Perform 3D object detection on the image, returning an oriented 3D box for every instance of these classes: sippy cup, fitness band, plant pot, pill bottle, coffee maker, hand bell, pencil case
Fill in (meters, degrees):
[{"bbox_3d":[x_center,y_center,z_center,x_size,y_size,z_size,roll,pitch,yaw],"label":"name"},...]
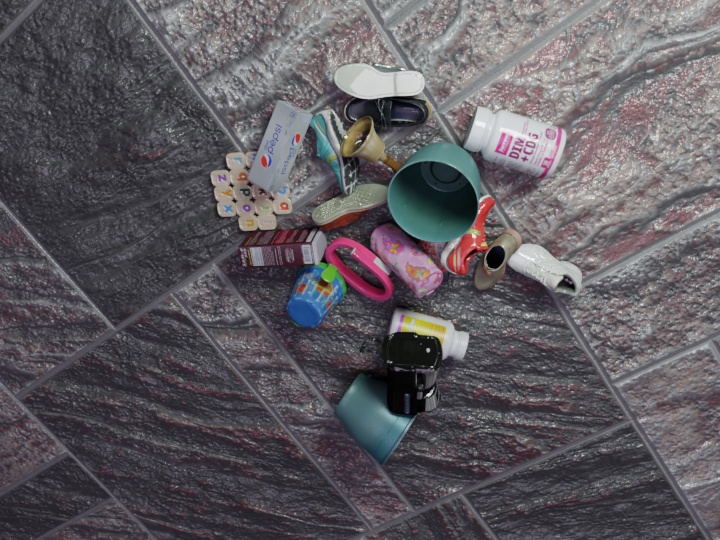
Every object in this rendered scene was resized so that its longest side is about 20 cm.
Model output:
[{"bbox_3d":[-0.119,0.070,1.573,0.139,0.131,0.179,6,126,19],"label":"sippy cup"},{"bbox_3d":[0.000,0.000,1.551,0.200,0.038,0.144,40,149,-8],"label":"fitness band"},{"bbox_3d":[0.175,-0.189,1.388,0.199,0.161,0.202,10,128,13],"label":"plant pot"},{"bbox_3d":[0.333,-0.282,1.369,0.199,0.114,0.114,18,116,1],"label":"pill bottle"},{"bbox_3d":[0.171,0.168,1.604,0.199,0.104,0.105,16,116,2],"label":"pill bottle"},{"bbox_3d":[0.107,0.251,1.555,0.191,0.135,0.201,21,140,22],"label":"coffee maker"},{"bbox_3d":[0.037,0.384,1.684,0.187,0.200,0.201,33,116,9],"label":"plant pot"},{"bbox_3d":[0.061,-0.253,1.436,0.199,0.104,0.104,31,118,-33],"label":"hand bell"},{"bbox_3d":[0.105,-0.027,1.482,0.200,0.087,0.088,46,120,31],"label":"pencil case"}]

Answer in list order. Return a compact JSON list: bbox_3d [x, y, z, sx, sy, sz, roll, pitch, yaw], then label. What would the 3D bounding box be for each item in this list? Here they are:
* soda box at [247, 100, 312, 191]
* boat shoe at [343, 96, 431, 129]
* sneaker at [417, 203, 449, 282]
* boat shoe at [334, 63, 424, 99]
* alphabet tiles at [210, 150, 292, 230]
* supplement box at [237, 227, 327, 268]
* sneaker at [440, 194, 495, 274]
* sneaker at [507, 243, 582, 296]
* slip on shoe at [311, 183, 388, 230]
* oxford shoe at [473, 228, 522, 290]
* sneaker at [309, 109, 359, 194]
[{"bbox_3d":[-0.187,-0.286,1.453,0.068,0.063,0.201,33,111,20],"label":"soda box"},{"bbox_3d":[0.059,-0.358,1.407,0.198,0.062,0.075,4,117,8],"label":"boat shoe"},{"bbox_3d":[0.162,-0.063,1.521,0.107,0.067,0.203,0,117,6],"label":"sneaker"},{"bbox_3d":[0.043,-0.416,1.381,0.198,0.062,0.073,5,110,5],"label":"boat shoe"},{"bbox_3d":[-0.269,-0.196,1.555,0.194,0.015,0.201,-3,114,10],"label":"alphabet tiles"},{"bbox_3d":[-0.191,-0.057,1.555,0.198,0.109,0.061,-2,115,10],"label":"supplement box"},{"bbox_3d":[0.268,-0.078,1.460,0.085,0.077,0.201,30,91,27],"label":"sneaker"},{"bbox_3d":[0.441,0.001,1.489,0.199,0.100,0.078,20,116,-1],"label":"sneaker"},{"bbox_3d":[-0.019,-0.152,1.516,0.199,0.074,0.061,-22,144,11],"label":"slip on shoe"},{"bbox_3d":[0.308,-0.016,1.490,0.071,0.074,0.201,39,140,19],"label":"oxford shoe"},{"bbox_3d":[-0.059,-0.275,1.468,0.079,0.077,0.201,-8,109,33],"label":"sneaker"}]
